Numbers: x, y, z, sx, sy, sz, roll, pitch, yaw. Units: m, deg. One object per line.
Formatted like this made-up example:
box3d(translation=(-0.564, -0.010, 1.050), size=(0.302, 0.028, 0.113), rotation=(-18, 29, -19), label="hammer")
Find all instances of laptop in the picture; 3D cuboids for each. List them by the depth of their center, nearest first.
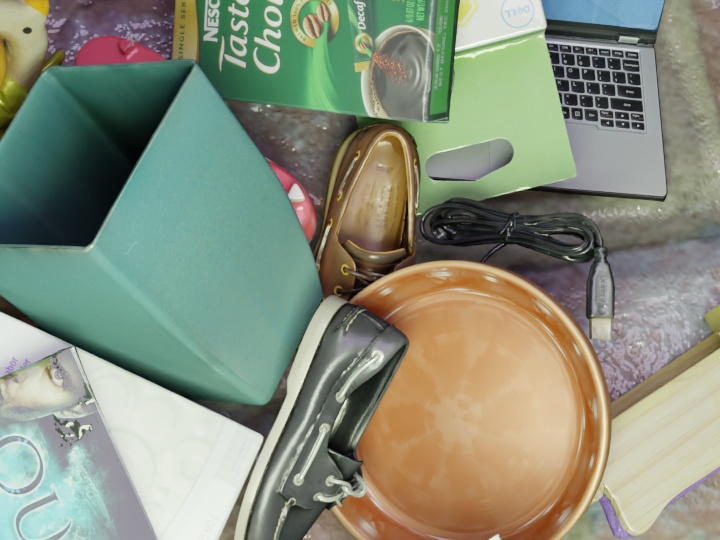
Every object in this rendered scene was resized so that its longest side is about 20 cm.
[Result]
box3d(translation=(0.133, -0.168, 1.641), size=(0.186, 0.116, 0.201), rotation=(4, 64, -11), label="laptop")

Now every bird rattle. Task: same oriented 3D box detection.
box3d(translation=(-0.269, -0.117, 1.509), size=(0.199, 0.164, 0.113), rotation=(-11, 52, -27), label="bird rattle")

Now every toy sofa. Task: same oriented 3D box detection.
box3d(translation=(0.205, 0.100, 1.568), size=(0.199, 0.083, 0.098), rotation=(-32, 83, -23), label="toy sofa")

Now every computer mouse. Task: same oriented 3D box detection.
box3d(translation=(0.099, 0.054, 1.549), size=(0.140, 0.046, 0.201), rotation=(2, 75, 23), label="computer mouse")

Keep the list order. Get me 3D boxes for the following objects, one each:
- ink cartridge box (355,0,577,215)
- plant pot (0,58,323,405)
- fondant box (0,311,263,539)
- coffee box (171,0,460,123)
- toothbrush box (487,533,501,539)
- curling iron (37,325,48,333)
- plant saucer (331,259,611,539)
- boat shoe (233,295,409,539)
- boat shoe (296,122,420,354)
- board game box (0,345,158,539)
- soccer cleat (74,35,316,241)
box3d(translation=(0.056, -0.146, 1.597), size=(0.145, 0.048, 0.201), rotation=(-13, 88, 4), label="ink cartridge box")
box3d(translation=(-0.124, -0.009, 1.470), size=(0.200, 0.141, 0.142), rotation=(49, 57, -37), label="plant pot")
box3d(translation=(-0.179, 0.127, 1.459), size=(0.199, 0.058, 0.145), rotation=(25, 80, -1), label="fondant box")
box3d(translation=(-0.032, -0.165, 1.559), size=(0.199, 0.044, 0.124), rotation=(10, 100, 28), label="coffee box")
box3d(translation=(0.020, 0.250, 1.397), size=(0.146, 0.200, 0.086), rotation=(-28, 77, -21), label="toothbrush box")
box3d(translation=(-0.177, 0.026, 1.537), size=(0.049, 0.026, 0.201), rotation=(30, 65, 2), label="curling iron")
box3d(translation=(0.061, 0.093, 1.496), size=(0.199, 0.032, 0.202), rotation=(1, 93, 18), label="plant saucer")
box3d(translation=(-0.025, 0.119, 1.472), size=(0.062, 0.073, 0.201), rotation=(20, 94, 14), label="boat shoe")
box3d(translation=(0.001, 0.000, 1.551), size=(0.072, 0.068, 0.201), rotation=(9, 83, -8), label="boat shoe")
box3d(translation=(-0.191, 0.163, 1.410), size=(0.135, 0.028, 0.201), rotation=(-24, 86, -7), label="board game box")
box3d(translation=(-0.112, -0.078, 1.575), size=(0.200, 0.077, 0.067), rotation=(38, 77, 12), label="soccer cleat")
